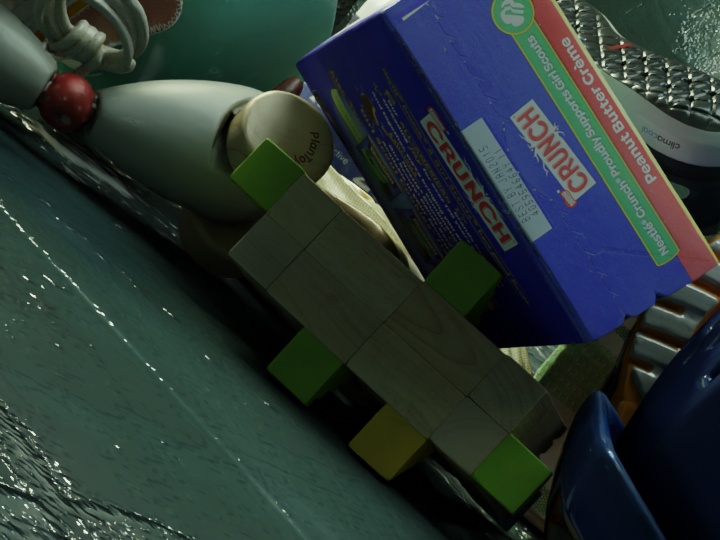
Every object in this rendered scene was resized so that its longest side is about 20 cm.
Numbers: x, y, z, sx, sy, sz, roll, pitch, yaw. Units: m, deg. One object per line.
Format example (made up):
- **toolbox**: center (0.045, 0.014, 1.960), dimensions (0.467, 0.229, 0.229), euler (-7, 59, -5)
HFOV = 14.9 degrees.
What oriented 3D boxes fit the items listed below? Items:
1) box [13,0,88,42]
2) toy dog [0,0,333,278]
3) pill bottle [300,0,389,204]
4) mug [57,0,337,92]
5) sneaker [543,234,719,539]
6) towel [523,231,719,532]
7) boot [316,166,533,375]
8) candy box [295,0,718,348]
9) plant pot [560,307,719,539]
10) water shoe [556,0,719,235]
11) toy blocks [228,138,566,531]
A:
- **box**: center (-0.193, -0.174, 1.271), dimensions (0.199, 0.119, 0.042), euler (28, 50, -32)
- **toy dog**: center (-0.096, -0.088, 1.307), dimensions (0.200, 0.132, 0.097), euler (43, 44, -27)
- **pill bottle**: center (0.020, -0.086, 1.574), dimensions (0.111, 0.200, 0.111), euler (38, 6, -4)
- **mug**: center (-0.102, -0.138, 1.409), dimensions (0.114, 0.186, 0.152), euler (-14, 29, -38)
- **sneaker**: center (0.143, 0.061, 1.300), dimensions (0.078, 0.200, 0.077), euler (36, -4, -5)
- **towel**: center (0.166, 0.069, 1.343), dimensions (0.149, 0.200, 0.031), euler (39, 17, 1)
- **boot**: center (0.000, 0.000, 1.446), dimensions (0.155, 0.073, 0.200), euler (38, 1, -42)
- **candy box**: center (0.060, -0.051, 1.254), dimensions (0.170, 0.077, 0.200), euler (59, -11, -5)
- **plant pot**: center (0.194, 0.106, 1.171), dimensions (0.201, 0.179, 0.200), euler (59, 5, -3)
- **water shoe**: center (0.101, -0.076, 1.321), dimensions (0.071, 0.079, 0.200), euler (-10, 30, -33)
- **toy blocks**: center (0.022, 0.041, 1.263), dimensions (0.200, 0.100, 0.137), euler (42, -5, 18)
